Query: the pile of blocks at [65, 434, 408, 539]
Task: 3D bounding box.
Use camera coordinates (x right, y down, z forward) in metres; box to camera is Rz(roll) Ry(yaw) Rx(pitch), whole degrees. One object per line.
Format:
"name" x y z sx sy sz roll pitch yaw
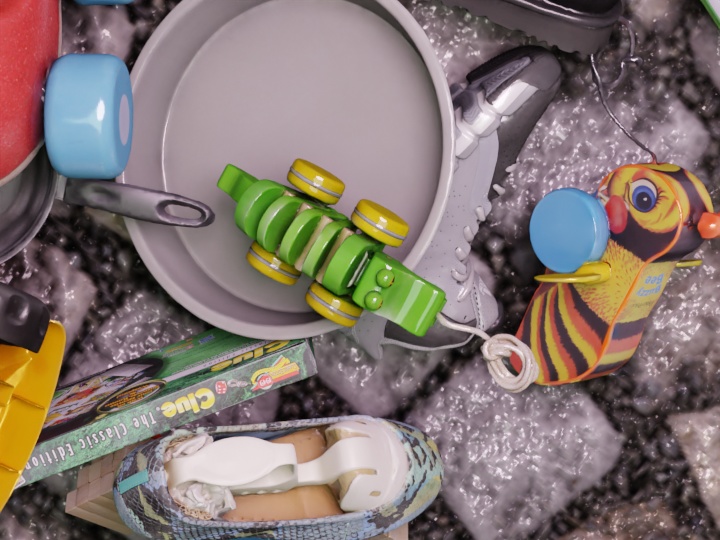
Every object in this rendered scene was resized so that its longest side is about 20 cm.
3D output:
"pile of blocks" -0.069 0.123 0.976 0.198 0.082 0.063 12 58 -16

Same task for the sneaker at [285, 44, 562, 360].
"sneaker" 0.059 -0.027 0.945 0.200 0.075 0.115 -41 106 15

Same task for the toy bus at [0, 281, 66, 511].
"toy bus" -0.271 0.037 0.814 0.190 0.200 0.137 22 85 25

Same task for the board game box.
"board game box" -0.121 0.069 0.929 0.198 0.105 0.024 -21 101 1

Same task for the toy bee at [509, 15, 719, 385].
"toy bee" 0.147 -0.017 0.917 0.130 0.108 0.202 -29 131 -35

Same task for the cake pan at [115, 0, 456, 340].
"cake pan" -0.038 -0.064 0.902 0.198 0.037 0.203 -1 88 22

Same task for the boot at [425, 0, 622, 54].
"boot" 0.067 -0.216 0.847 0.209 0.080 0.159 18 128 -4

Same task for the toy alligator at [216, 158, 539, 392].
"toy alligator" 0.000 0.000 0.836 0.199 0.054 0.060 34 101 19

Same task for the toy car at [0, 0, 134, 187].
"toy car" -0.208 -0.140 0.767 0.182 0.200 0.179 1 74 3

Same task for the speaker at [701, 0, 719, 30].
"speaker" 0.210 -0.183 0.910 0.088 0.088 0.201 -36 102 4

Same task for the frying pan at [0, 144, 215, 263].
"frying pan" -0.180 -0.063 0.886 0.188 0.031 0.116 -12 100 -7

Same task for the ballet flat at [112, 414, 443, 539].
"ballet flat" -0.033 0.111 0.906 0.198 0.074 0.075 -6 103 -27
